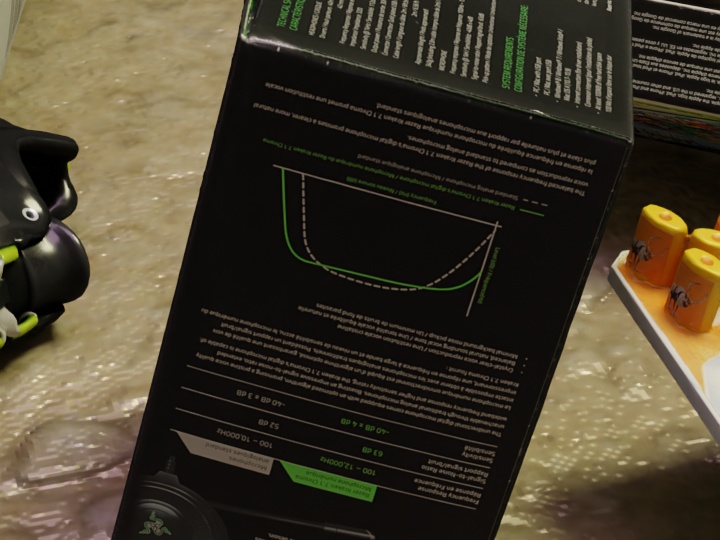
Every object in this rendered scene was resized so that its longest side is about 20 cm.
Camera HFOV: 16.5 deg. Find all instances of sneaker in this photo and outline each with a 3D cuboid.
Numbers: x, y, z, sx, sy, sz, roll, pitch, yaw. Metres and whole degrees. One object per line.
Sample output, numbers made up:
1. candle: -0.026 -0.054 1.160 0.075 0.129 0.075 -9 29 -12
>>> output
1. sneaker: -0.129 -0.004 0.789 0.083 0.072 0.200 2 31 2

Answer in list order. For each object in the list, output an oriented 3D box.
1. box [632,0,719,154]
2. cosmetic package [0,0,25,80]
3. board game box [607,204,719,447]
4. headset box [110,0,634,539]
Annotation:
1. box: 0.150 -0.056 0.841 0.200 0.035 0.110 14 -2 27
2. cosmetic package: -0.226 -0.167 0.954 0.200 0.167 0.167 7 28 -5
3. board game box: 0.195 0.043 0.664 0.200 0.026 0.200 -4 38 -22
4. headset box: 0.000 0.000 0.655 0.093 0.200 0.174 15 31 -3
